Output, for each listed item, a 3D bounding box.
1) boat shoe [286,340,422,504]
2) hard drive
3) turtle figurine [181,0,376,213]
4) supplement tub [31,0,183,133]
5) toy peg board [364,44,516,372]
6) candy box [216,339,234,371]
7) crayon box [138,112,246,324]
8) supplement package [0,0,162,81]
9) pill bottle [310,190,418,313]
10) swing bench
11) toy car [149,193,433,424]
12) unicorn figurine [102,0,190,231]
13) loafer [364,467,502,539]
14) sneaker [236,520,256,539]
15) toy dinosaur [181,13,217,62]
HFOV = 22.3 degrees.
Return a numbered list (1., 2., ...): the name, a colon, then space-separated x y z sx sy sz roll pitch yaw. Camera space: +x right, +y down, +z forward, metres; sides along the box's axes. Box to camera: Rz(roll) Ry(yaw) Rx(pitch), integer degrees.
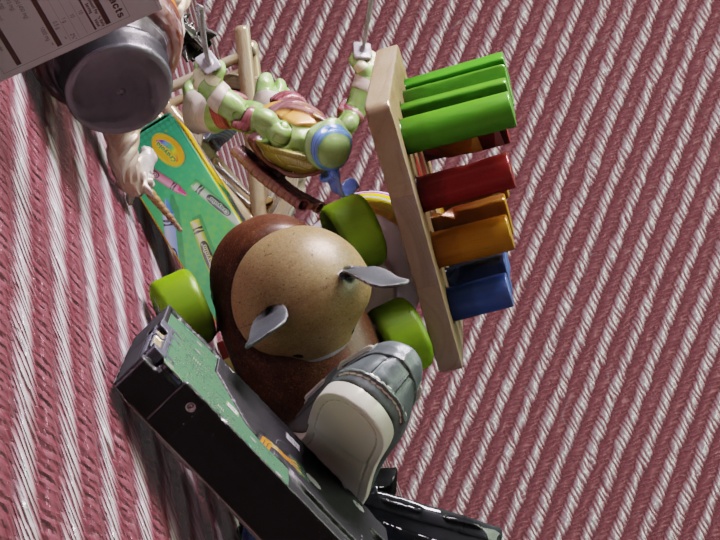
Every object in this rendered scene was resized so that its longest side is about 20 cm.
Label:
1. boat shoe: -0.006 0.100 1.162 0.073 0.062 0.200 38 -26 3
2. hard drive: -0.060 0.114 1.071 0.200 0.038 0.140 47 4 -9
3. turtle figurine: -0.063 -0.156 1.449 0.194 0.144 0.201 13 -44 61
4. supplement tub: -0.178 -0.179 1.229 0.107 0.106 0.201 65 2 -45
5. toy peg board: 0.079 -0.060 1.342 0.200 0.097 0.200 -79 154 -71
6. candy box: -0.040 0.101 1.603 0.200 0.115 0.056 63 4 -62
7. crayon box: -0.114 -0.020 1.455 0.201 0.058 0.119 58 0 7
8. supplement package: -0.207 -0.237 1.025 0.156 0.110 0.201 64 3 -48
9. pill bottle: 0.000 0.000 1.416 0.200 0.104 0.105 -55 121 -79
10. swing bench: -0.122 -0.110 1.736 0.199 0.129 0.201 -96 163 -87
11. toy car: -0.033 0.033 1.198 0.159 0.163 0.200 66 -12 -2
12. unicorn figurine: -0.164 -0.146 1.351 0.201 0.073 0.138 105 -20 -48
13. loafer: 0.005 0.170 1.297 0.200 0.071 0.068 25 -19 10
14. sneaker: -0.033 0.192 1.215 0.200 0.078 0.090 61 8 -73
15. toy dinosaur: -0.193 -0.211 1.497 0.136 0.102 0.200 47 32 -3
